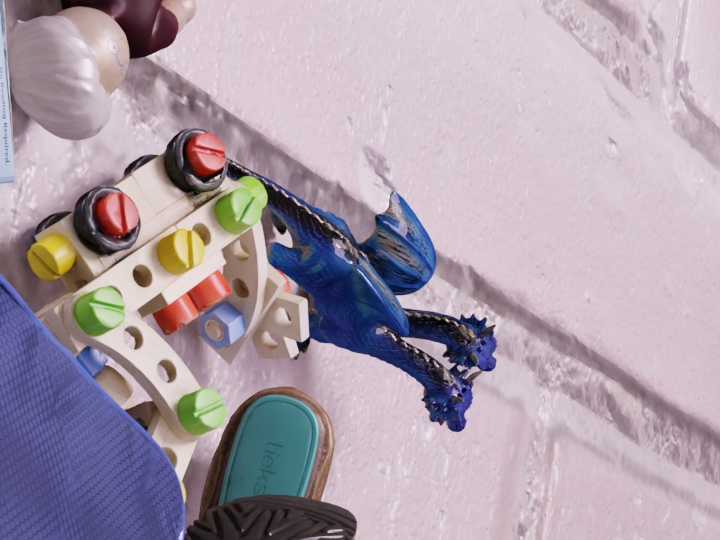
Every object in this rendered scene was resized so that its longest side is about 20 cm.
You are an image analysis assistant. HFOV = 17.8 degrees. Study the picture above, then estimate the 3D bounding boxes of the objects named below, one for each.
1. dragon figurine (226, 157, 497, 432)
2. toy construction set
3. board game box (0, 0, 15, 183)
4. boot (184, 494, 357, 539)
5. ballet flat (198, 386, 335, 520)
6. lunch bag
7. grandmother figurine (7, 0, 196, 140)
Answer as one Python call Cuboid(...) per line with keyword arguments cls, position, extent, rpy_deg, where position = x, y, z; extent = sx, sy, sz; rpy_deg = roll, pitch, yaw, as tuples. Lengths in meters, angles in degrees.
Cuboid(cls="dragon figurine", position=(0.000, 0.000, 1.127), extent=(0.201, 0.099, 0.059), rpy_deg=(62, 41, -39))
Cuboid(cls="toy construction set", position=(-0.080, 0.019, 1.001), extent=(0.132, 0.092, 0.200), rpy_deg=(58, 30, -6))
Cuboid(cls="board game box", position=(-0.218, -0.071, 0.755), extent=(0.200, 0.104, 0.104), rpy_deg=(-13, 102, -59))
Cuboid(cls="boot", position=(-0.058, 0.213, 0.973), extent=(0.182, 0.072, 0.201), rpy_deg=(-39, 134, -59))
Cuboid(cls="ballet flat", position=(-0.062, 0.151, 1.065), extent=(0.072, 0.067, 0.201), rpy_deg=(78, 29, -78))
Cuboid(cls="lunch bag", position=(-0.160, 0.102, 0.838), extent=(0.200, 0.132, 0.136), rpy_deg=(55, 30, -44))
Cuboid(cls="grandmother figurine", position=(-0.101, -0.142, 0.996), extent=(0.121, 0.060, 0.201), rpy_deg=(48, 48, -38))
